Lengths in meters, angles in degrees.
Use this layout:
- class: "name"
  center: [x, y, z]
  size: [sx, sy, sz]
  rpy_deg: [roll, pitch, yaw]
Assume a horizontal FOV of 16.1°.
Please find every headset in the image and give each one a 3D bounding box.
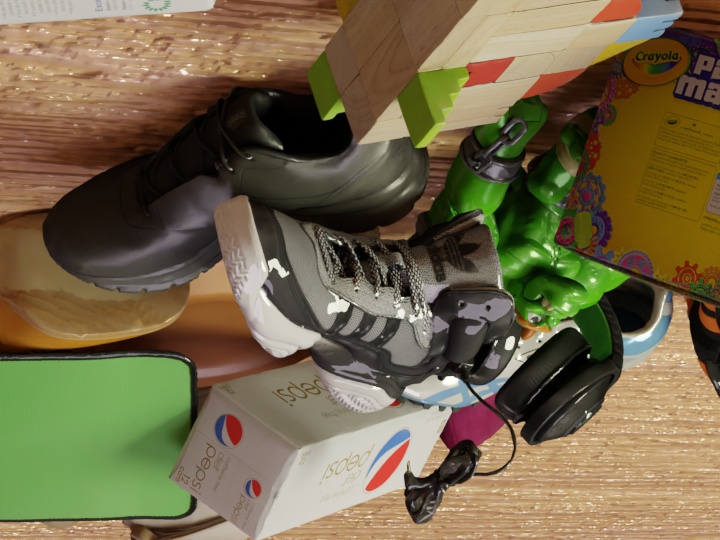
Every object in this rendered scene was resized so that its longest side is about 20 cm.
- class: "headset"
  center: [0.075, 0.056, 1.417]
  size: [0.123, 0.200, 0.094]
  rpy_deg: [35, 126, -6]

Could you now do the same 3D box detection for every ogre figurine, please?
- class: "ogre figurine"
  center: [0.110, -0.031, 1.354]
  size: [0.120, 0.098, 0.200]
  rpy_deg: [-43, 160, 29]

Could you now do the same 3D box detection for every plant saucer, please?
- class: "plant saucer"
  center: [-0.095, 0.027, 1.495]
  size: [0.199, 0.038, 0.200]
  rpy_deg: [-8, 159, -3]

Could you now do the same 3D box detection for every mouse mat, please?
- class: "mouse mat"
  center: [-0.190, 0.095, 1.419]
  size: [0.199, 0.008, 0.161]
  rpy_deg: [-1, 141, -5]

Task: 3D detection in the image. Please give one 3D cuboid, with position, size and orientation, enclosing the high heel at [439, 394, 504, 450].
- class: "high heel"
  center: [0.085, 0.094, 1.646]
  size: [0.067, 0.097, 0.200]
  rpy_deg: [-18, 157, 24]

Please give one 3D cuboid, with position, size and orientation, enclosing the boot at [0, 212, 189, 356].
- class: "boot"
  center: [-0.194, 0.027, 1.419]
  size: [0.200, 0.071, 0.144]
  rpy_deg: [2, 158, -2]

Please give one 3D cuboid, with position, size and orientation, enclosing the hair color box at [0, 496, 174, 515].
- class: "hair color box"
  center: [-0.211, 0.099, 1.515]
  size: [0.199, 0.061, 0.099]
  rpy_deg: [4, -170, -9]

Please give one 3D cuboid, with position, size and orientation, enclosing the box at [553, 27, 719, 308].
- class: "box"
  center: [0.240, -0.024, 1.246]
  size: [0.199, 0.123, 0.192]
  rpy_deg: [21, -177, 43]

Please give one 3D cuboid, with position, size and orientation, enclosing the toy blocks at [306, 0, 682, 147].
- class: "toy blocks"
  center: [0.076, -0.120, 1.133]
  size: [0.136, 0.100, 0.200]
  rpy_deg: [-11, 163, -26]

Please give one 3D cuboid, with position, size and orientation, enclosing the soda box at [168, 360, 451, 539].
- class: "soda box"
  center: [-0.024, 0.097, 1.477]
  size: [0.200, 0.068, 0.064]
  rpy_deg: [-12, 131, -61]

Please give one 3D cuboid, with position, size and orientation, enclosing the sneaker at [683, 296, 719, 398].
- class: "sneaker"
  center: [0.234, 0.015, 1.509]
  size: [0.070, 0.091, 0.200]
  rpy_deg: [-7, 159, -3]

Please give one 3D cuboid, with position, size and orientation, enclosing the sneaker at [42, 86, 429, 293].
- class: "sneaker"
  center: [-0.069, -0.052, 1.277]
  size: [0.199, 0.076, 0.091]
  rpy_deg: [-18, 150, 4]

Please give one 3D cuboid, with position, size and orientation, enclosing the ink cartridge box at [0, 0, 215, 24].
- class: "ink cartridge box"
  center: [-0.160, -0.155, 1.004]
  size: [0.199, 0.044, 0.197]
  rpy_deg: [-4, 159, -2]

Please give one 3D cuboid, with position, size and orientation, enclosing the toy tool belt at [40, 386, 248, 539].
- class: "toy tool belt"
  center: [-0.112, 0.140, 1.664]
  size: [0.199, 0.126, 0.123]
  rpy_deg: [-20, 147, 30]

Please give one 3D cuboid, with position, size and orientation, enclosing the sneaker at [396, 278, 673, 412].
- class: "sneaker"
  center: [0.096, 0.033, 1.528]
  size: [0.199, 0.072, 0.073]
  rpy_deg: [-11, 139, -23]

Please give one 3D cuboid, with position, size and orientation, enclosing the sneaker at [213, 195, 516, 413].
- class: "sneaker"
  center: [0.008, 0.000, 1.256]
  size: [0.113, 0.076, 0.200]
  rpy_deg: [-24, 151, 13]

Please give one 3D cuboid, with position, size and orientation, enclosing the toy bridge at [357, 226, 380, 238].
- class: "toy bridge"
  center: [0.000, 0.000, 1.419]
  size: [0.027, 0.068, 0.200]
  rpy_deg: [-19, 157, 28]
